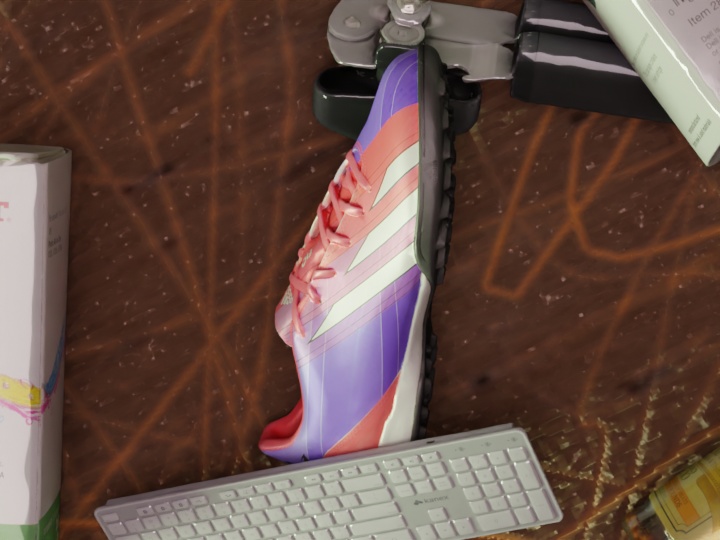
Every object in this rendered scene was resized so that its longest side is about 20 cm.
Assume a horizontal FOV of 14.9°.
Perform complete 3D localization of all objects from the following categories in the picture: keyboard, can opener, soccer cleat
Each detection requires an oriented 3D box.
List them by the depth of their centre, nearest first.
[{"bbox_3d":[0.000,0.000,1.163,0.073,0.068,0.201,7,115,3],"label":"soccer cleat"},{"bbox_3d":[0.080,-0.085,1.182,0.199,0.053,0.067,5,131,4],"label":"can opener"},{"bbox_3d":[-0.015,0.105,1.185,0.199,0.011,0.056,-12,123,19],"label":"keyboard"}]

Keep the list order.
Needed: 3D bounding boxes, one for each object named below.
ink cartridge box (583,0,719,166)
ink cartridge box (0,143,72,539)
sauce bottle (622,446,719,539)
[{"bbox_3d":[0.142,-0.169,1.119,0.146,0.084,0.200,-35,82,-5],"label":"ink cartridge box"},{"bbox_3d":[-0.202,0.043,1.184,0.144,0.088,0.201,2,98,2],"label":"ink cartridge box"},{"bbox_3d":[0.208,0.076,1.181,0.200,0.066,0.066,-35,94,3],"label":"sauce bottle"}]
